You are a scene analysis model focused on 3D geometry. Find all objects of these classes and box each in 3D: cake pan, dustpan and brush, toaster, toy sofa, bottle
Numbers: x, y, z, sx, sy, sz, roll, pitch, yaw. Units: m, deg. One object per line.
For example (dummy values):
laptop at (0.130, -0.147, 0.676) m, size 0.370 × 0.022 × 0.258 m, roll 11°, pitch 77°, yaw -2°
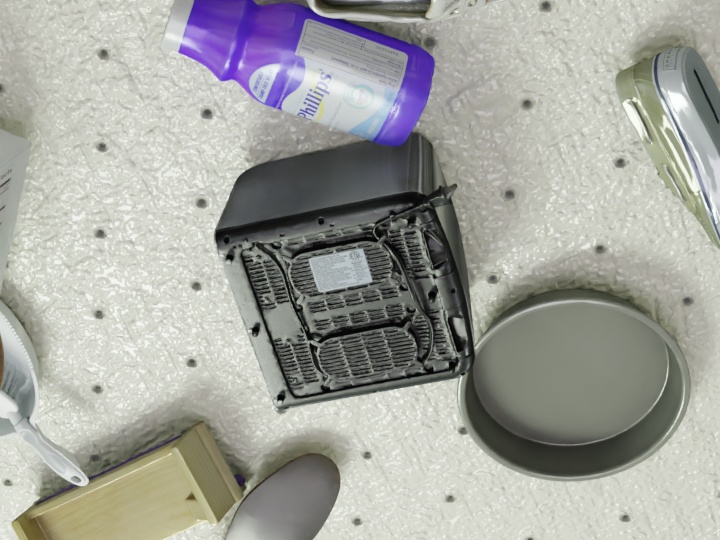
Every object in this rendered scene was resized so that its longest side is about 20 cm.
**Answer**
cake pan at (0.183, 0.097, 1.317) m, size 0.200 × 0.037 × 0.201 m, roll 1°, pitch 124°, yaw 2°
dustpan and brush at (-0.312, 0.116, 1.339) m, size 0.139 × 0.057 × 0.200 m, roll -38°, pitch 115°, yaw 24°
toaster at (0.000, 0.000, 1.212) m, size 0.199 × 0.119 × 0.181 m, roll -11°, pitch 123°, yaw 11°
toy sofa at (-0.210, 0.214, 1.399) m, size 0.200 × 0.098 × 0.083 m, roll -26°, pitch 96°, yaw 20°
bottle at (-0.048, -0.157, 1.136) m, size 0.199 × 0.065 × 0.084 m, roll 18°, pitch 146°, yaw -10°

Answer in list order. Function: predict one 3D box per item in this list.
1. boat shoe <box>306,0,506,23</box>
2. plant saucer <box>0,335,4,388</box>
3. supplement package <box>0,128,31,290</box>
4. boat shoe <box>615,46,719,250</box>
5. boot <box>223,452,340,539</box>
boat shoe at (0.058, -0.209, 1.098) m, size 0.199 × 0.069 × 0.071 m, roll -9°, pitch 122°, yaw 8°
plant saucer at (-0.369, 0.053, 1.161) m, size 0.200 × 0.037 × 0.201 m, roll 9°, pitch 119°, yaw 16°
supplement package at (-0.350, -0.021, 1.202) m, size 0.113 × 0.110 × 0.200 m, roll 24°, pitch 121°, yaw 7°
boat shoe at (0.262, -0.086, 1.183) m, size 0.062 × 0.072 × 0.200 m, roll -8°, pitch 123°, yaw 38°
boot at (-0.089, 0.240, 1.416) m, size 0.074 × 0.075 × 0.200 m, roll 37°, pitch 104°, yaw -5°
